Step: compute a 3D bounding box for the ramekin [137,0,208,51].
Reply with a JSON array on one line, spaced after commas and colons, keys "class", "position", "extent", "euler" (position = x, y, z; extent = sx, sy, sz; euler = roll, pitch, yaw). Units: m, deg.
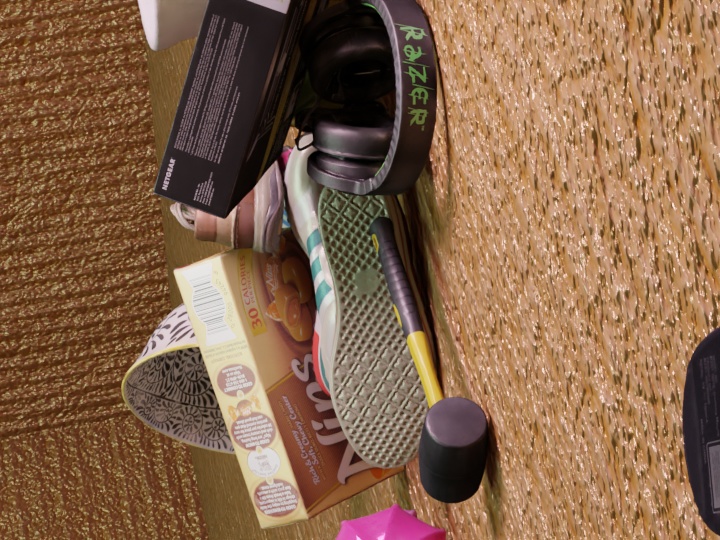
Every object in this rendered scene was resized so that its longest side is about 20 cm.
[{"class": "ramekin", "position": [-0.112, -0.259, 1.629], "extent": [0.200, 0.097, 0.201], "euler": [171, 90, -81]}]

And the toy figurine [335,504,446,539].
[{"class": "toy figurine", "position": [0.020, 0.240, 1.620], "extent": [0.200, 0.150, 0.184], "euler": [-64, -13, -60]}]

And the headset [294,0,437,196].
[{"class": "headset", "position": [0.010, -0.106, 1.458], "extent": [0.200, 0.094, 0.124], "euler": [168, 99, -67]}]

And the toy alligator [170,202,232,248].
[{"class": "toy alligator", "position": [-0.058, -0.001, 1.796], "extent": [0.054, 0.200, 0.059], "euler": [-49, -2, 29]}]

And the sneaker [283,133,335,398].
[{"class": "sneaker", "position": [0.000, 0.001, 1.620], "extent": [0.093, 0.070, 0.200], "euler": [-164, 66, -67]}]

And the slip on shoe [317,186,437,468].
[{"class": "slip on shoe", "position": [0.013, 0.031, 1.545], "extent": [0.061, 0.074, 0.201], "euler": [-28, -71, -75]}]

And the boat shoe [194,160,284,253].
[{"class": "boat shoe", "position": [-0.101, -0.084, 1.694], "extent": [0.200, 0.072, 0.076], "euler": [-106, 16, -57]}]

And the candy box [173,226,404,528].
[{"class": "candy box", "position": [-0.051, 0.074, 1.702], "extent": [0.055, 0.115, 0.200], "euler": [-15, 95, 42]}]

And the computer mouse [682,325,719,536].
[{"class": "computer mouse", "position": [0.156, 0.066, 0.665], "extent": [0.200, 0.046, 0.141], "euler": [138, 128, -66]}]

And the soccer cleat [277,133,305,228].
[{"class": "soccer cleat", "position": [-0.028, -0.061, 1.752], "extent": [0.086, 0.070, 0.200], "euler": [59, 169, -1]}]

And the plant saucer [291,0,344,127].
[{"class": "plant saucer", "position": [-0.034, -0.203, 1.654], "extent": [0.200, 0.048, 0.200], "euler": [-155, 57, -80]}]

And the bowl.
[{"class": "bowl", "position": [-0.088, 0.066, 1.881], "extent": [0.201, 0.200, 0.094], "euler": [96, 178, -61]}]

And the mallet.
[{"class": "mallet", "position": [0.037, 0.042, 1.431], "extent": [0.066, 0.041, 0.200], "euler": [98, 160, -59]}]

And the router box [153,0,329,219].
[{"class": "router box", "position": [-0.062, -0.150, 1.477], "extent": [0.157, 0.052, 0.200], "euler": [-56, -14, -70]}]
